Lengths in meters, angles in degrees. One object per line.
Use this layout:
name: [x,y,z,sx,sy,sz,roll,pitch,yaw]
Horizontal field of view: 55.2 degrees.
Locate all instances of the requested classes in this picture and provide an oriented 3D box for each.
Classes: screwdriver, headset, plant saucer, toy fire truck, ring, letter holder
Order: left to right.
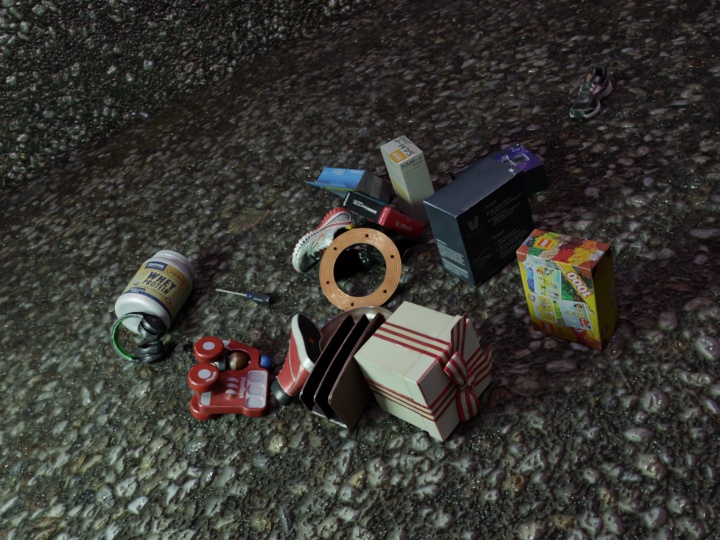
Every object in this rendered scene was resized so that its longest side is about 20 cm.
headset: [-0.501,0.169,1.644,0.199,0.124,0.094,7,13,0]
toy fire truck: [-0.276,0.230,1.478,0.167,0.112,0.200,3,38,-6]
screwdriver: [-0.300,0.059,1.750,0.200,0.029,0.028,12,48,31]
letter holder: [-0.030,0.177,1.324,0.100,0.142,0.200,17,62,29]
plant saucer: [-0.008,0.155,1.476,0.200,0.032,0.200,-14,37,11]
ring: [0.000,0.000,1.600,0.200,0.019,0.201,-4,76,16]

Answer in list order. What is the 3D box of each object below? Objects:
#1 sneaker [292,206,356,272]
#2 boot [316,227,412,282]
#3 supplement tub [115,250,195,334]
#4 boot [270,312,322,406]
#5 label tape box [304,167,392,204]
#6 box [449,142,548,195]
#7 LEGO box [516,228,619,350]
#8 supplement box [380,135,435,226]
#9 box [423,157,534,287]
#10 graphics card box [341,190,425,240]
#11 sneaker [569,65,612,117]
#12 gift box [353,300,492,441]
sneaker: [-0.093,-0.068,1.743,0.200,0.078,0.082,-46,59,7]
boot: [0.009,-0.029,1.662,0.158,0.080,0.211,19,52,43]
supplement tub: [-0.523,0.056,1.779,0.144,0.145,0.200,-5,40,22]
boot: [-0.145,0.189,1.454,0.144,0.072,0.200,-49,26,19]
label tape box: [-0.028,-0.236,1.852,0.144,0.200,0.063,11,87,37]
box: [0.349,-0.230,1.745,0.200,0.079,0.141,-24,33,-2]
LEGO box: [0.387,0.034,1.279,0.149,0.200,0.077,17,50,42]
supplement box: [0.129,-0.224,1.744,0.073,0.200,0.126,-26,36,-6]
box: [0.268,-0.109,1.525,0.196,0.200,0.117,-35,37,-17]
graphics card box: [0.054,-0.140,1.732,0.200,0.125,0.051,32,100,51]
sneaker: [0.639,-0.503,1.930,0.080,0.086,0.200,7,46,36]
gift box: [0.131,0.167,1.260,0.186,0.185,0.200,18,58,44]
